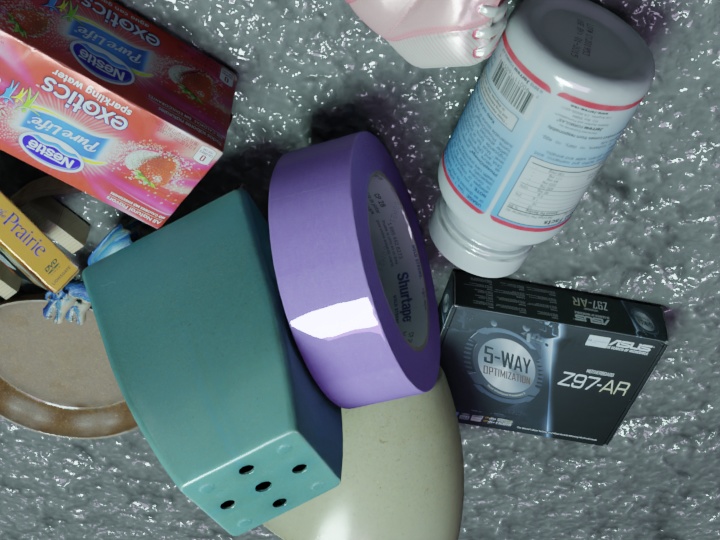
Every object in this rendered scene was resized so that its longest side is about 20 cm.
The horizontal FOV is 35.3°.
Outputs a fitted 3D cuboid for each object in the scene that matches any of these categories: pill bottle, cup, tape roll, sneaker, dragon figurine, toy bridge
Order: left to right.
[{"bbox_3d":[-0.258,-0.044,0.946,0.200,0.027,0.067,-30,125,29],"label":"toy bridge"},{"bbox_3d":[-0.186,-0.011,0.938,0.099,0.059,0.200,38,112,2],"label":"dragon figurine"},{"bbox_3d":[0.000,0.000,0.855,0.065,0.201,0.200,-13,133,17],"label":"tape roll"},{"bbox_3d":[0.007,0.143,0.987,0.199,0.200,0.144,11,108,-8],"label":"cup"},{"bbox_3d":[0.084,-0.201,0.727,0.200,0.075,0.105,-27,113,36],"label":"sneaker"},{"bbox_3d":[0.122,-0.091,0.823,0.108,0.109,0.200,15,134,-11],"label":"pill bottle"}]

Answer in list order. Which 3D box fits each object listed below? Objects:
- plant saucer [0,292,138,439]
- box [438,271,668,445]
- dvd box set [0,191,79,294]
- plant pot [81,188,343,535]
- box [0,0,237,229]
[{"bbox_3d":[-0.280,0.087,1.074,0.199,0.035,0.201,1,134,1],"label":"plant saucer"},{"bbox_3d":[0.160,0.085,1.042,0.199,0.044,0.161,10,135,-7],"label":"box"},{"bbox_3d":[-0.306,-0.067,0.843,0.200,0.029,0.146,49,163,-26],"label":"dvd box set"},{"bbox_3d":[-0.097,0.078,0.832,0.141,0.200,0.141,-26,140,5],"label":"plant pot"},{"bbox_3d":[-0.199,-0.130,0.809,0.199,0.096,0.100,28,131,-23],"label":"box"}]
